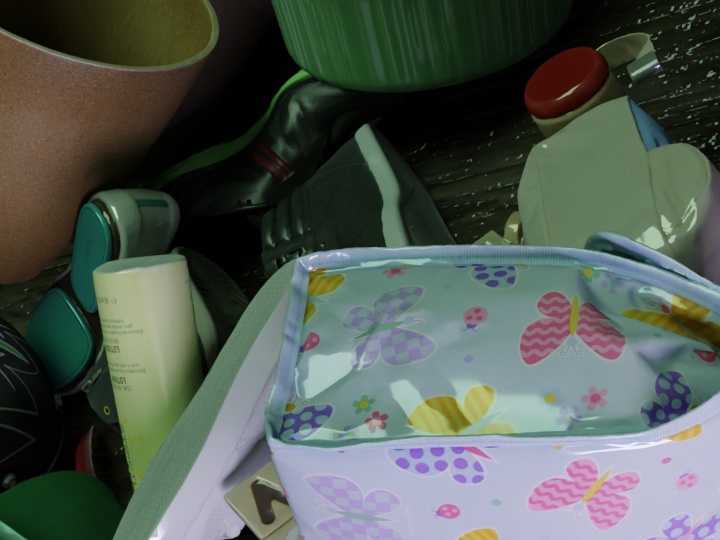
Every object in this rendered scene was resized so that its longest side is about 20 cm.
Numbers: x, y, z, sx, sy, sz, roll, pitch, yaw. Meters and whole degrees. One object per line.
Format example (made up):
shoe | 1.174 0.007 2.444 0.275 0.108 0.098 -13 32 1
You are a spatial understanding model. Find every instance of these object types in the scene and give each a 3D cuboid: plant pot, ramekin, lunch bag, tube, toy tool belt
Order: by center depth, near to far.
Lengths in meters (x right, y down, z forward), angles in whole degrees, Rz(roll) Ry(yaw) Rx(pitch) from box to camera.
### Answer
lunch bag | 0.078 0.076 0.756 0.200 0.170 0.127 -1 48 15
toy tool belt | 0.136 -0.013 0.885 0.125 0.123 0.200 -30 31 15
tube | -0.103 0.093 0.981 0.052 0.200 0.058 -7 9 8
ramekin | 0.035 -0.189 1.100 0.200 0.098 0.200 -9 33 6
plant pot | -0.209 -0.097 1.136 0.186 0.186 0.200 -106 36 -50
plant pot | -0.152 -0.163 1.268 0.200 0.200 0.175 16 86 51

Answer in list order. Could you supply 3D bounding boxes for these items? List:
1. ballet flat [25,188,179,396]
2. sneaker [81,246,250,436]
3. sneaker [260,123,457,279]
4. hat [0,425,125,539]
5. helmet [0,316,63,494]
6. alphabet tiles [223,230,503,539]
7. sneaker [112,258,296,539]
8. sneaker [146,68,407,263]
ballet flat | -0.159 0.016 1.162 0.200 0.069 0.069 122 161 -49
sneaker | -0.095 0.082 1.067 0.106 0.075 0.200 -51 34 15
sneaker | 0.000 0.000 1.042 0.099 0.071 0.200 -40 31 12
hat | -0.136 0.134 1.014 0.200 0.166 0.176 26 50 24
helmet | -0.295 0.099 1.146 0.191 0.200 0.200 -55 29 32
alphabet tiles | 0.042 0.080 0.875 0.200 0.008 0.167 -35 53 -17
sneaker | -0.040 0.105 0.935 0.200 0.116 0.074 -58 19 -23
sneaker | -0.046 -0.058 1.149 0.200 0.077 0.084 -35 54 21
